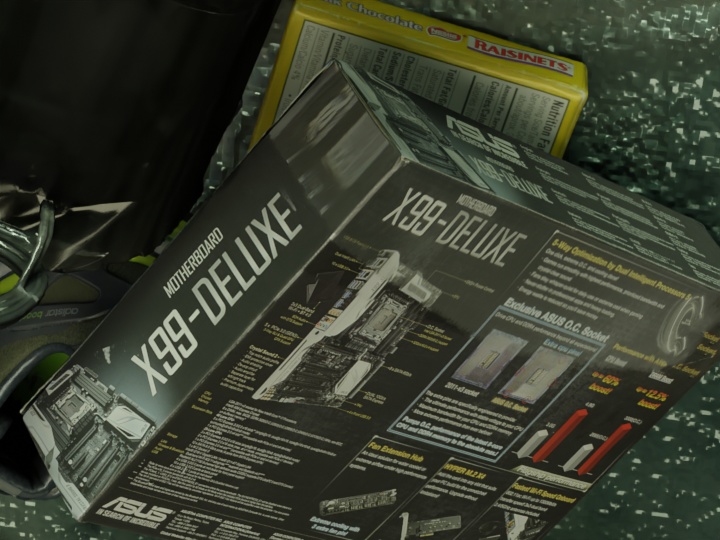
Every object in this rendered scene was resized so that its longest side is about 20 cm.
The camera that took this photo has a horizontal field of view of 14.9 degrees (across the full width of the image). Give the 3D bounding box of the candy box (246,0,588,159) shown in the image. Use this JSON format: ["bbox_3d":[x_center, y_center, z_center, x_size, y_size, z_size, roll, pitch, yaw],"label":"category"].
[{"bbox_3d":[0.000,0.000,0.956,0.102,0.026,0.200,16,124,-6],"label":"candy box"}]

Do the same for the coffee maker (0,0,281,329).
[{"bbox_3d":[-0.063,-0.108,0.792,0.134,0.192,0.200,13,127,-17],"label":"coffee maker"}]

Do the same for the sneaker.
[{"bbox_3d":[-0.132,0.047,0.958,0.074,0.081,0.200,32,132,-26],"label":"sneaker"}]

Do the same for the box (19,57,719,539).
[{"bbox_3d":[0.015,0.029,0.886,0.200,0.050,0.158,19,120,-47],"label":"box"}]
